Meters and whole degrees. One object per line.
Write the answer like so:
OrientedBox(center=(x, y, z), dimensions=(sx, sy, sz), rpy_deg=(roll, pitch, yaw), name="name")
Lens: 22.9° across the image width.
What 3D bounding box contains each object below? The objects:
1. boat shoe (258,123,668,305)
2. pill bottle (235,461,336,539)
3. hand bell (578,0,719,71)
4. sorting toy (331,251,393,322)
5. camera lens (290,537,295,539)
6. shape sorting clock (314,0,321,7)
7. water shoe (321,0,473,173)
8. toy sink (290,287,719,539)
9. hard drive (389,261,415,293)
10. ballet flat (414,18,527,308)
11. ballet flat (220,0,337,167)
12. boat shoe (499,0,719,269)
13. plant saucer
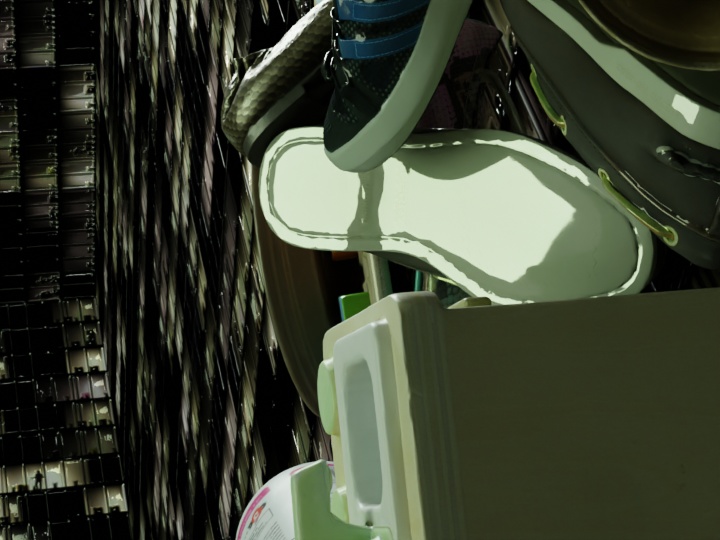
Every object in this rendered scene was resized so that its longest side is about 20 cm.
OrientedBox(center=(0.048, -0.027, 0.760), dimensions=(0.200, 0.060, 0.073), rpy_deg=(13, 101, 38), name="boat shoe")
OrientedBox(center=(-0.007, 0.200, 1.085), dimensions=(0.200, 0.112, 0.115), rpy_deg=(-137, 44, -72), name="pill bottle")
OrientedBox(center=(0.104, -0.141, 0.612), dimensions=(0.200, 0.103, 0.105), rpy_deg=(-93, 3, -71), name="hand bell")
OrientedBox(center=(0.000, 0.000, 0.929), dimensions=(0.185, 0.036, 0.203), rpy_deg=(122, 144, -88), name="sorting toy")
OrientedBox(center=(0.029, 0.222, 0.829), dimensions=(0.161, 0.158, 0.201), rpy_deg=(99, 162, -45), name="camera lens")
OrientedBox(center=(-0.011, -0.237, 1.135), dimensions=(0.200, 0.039, 0.203), rpy_deg=(176, 90, -77), name="shape sorting clock")
OrientedBox(center=(0.008, -0.126, 0.683), dimensions=(0.072, 0.078, 0.201), rpy_deg=(-81, 13, -48), name="water shoe")
OrientedBox(center=(0.046, 0.067, 0.622), dimensions=(0.130, 0.198, 0.113), rpy_deg=(142, 123, -75), name="toy sink")
OrientedBox(center=(0.039, -0.018, 0.984), dimensions=(0.140, 0.037, 0.201), rpy_deg=(101, 160, -48), name="hard drive")
OrientedBox(center=(0.053, -0.026, 0.844), dimensions=(0.069, 0.070, 0.202), rpy_deg=(62, -155, -77), name="ballet flat")
OrientedBox(center=(0.011, -0.125, 0.793), dimensions=(0.047, 0.200, 0.067), rpy_deg=(55, -162, 23), name="ballet flat")
OrientedBox(center=(0.093, -0.073, 0.652), dimensions=(0.202, 0.071, 0.061), rpy_deg=(-118, 31, -55), name="boat shoe")
OrientedBox(center=(-0.021, -0.014, 1.047), dimensions=(0.200, 0.029, 0.203), rpy_deg=(-10, -90, -77), name="plant saucer")
